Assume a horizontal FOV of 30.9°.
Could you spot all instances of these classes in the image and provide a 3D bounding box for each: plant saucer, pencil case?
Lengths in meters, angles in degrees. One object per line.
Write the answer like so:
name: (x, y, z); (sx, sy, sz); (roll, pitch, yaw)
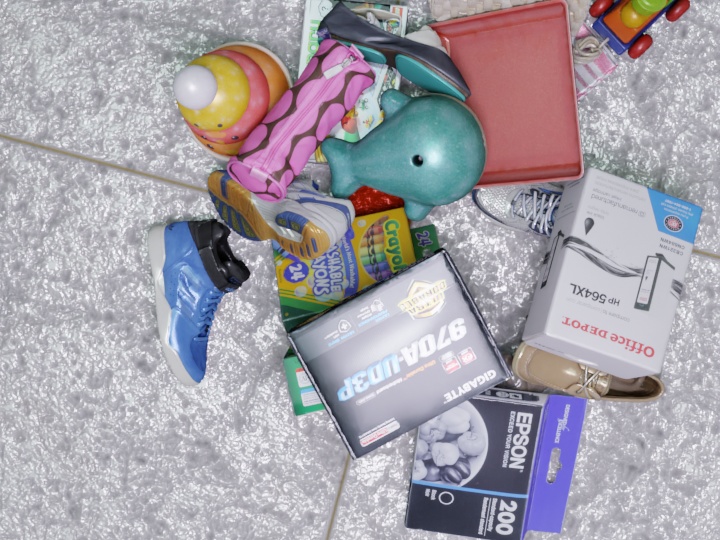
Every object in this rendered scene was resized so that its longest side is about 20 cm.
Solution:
plant saucer: (0.172, -0.199, 1.513); (0.199, 0.037, 0.201); (-3, 95, 40)
pencil case: (-0.068, -0.174, 1.496); (0.091, 0.094, 0.200); (38, 79, -16)

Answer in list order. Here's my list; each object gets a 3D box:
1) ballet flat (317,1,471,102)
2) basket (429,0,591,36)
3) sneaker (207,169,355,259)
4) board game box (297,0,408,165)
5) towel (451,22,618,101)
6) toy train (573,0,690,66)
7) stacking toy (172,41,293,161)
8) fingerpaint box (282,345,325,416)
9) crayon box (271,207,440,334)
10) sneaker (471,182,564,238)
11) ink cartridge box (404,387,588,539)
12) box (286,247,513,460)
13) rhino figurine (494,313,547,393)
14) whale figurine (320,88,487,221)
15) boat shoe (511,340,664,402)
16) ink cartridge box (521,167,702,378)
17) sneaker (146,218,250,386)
ballet flat: (0.047, -0.264, 1.526); (0.199, 0.073, 0.073); (23, 94, 10)
basket: (0.179, -0.381, 1.471); (0.197, 0.200, 0.162); (7, 78, 3)
sneaker: (-0.095, -0.077, 1.567); (0.200, 0.088, 0.075); (28, 138, 30)
board game box: (-0.014, -0.227, 1.584); (0.126, 0.035, 0.201); (6, 93, 3)
towel: (0.193, -0.239, 1.578); (0.200, 0.030, 0.146); (-40, 90, 4)
toy train: (0.314, -0.295, 1.507); (0.200, 0.116, 0.085); (-44, 90, -14)
stacking toy: (-0.170, -0.203, 1.504); (0.146, 0.200, 0.147); (0, 91, 16)
fingerpaint box: (0.017, 0.102, 1.534); (0.199, 0.167, 0.074); (-12, 95, 3)
crayon box: (0.000, 0.000, 1.557); (0.199, 0.052, 0.126); (-12, 55, 2)
sneaker: (0.231, -0.071, 1.557); (0.199, 0.085, 0.077); (18, 93, 2)
ink cartridge box: (0.161, 0.233, 1.566); (0.199, 0.043, 0.199); (6, 114, 1)
box: (0.042, 0.090, 1.425); (0.199, 0.046, 0.159); (-28, 94, 4)
rhino figurine: (0.188, 0.130, 1.579); (0.200, 0.060, 0.087); (-40, 114, 5)
whale figurine: (0.045, -0.130, 1.511); (0.199, 0.104, 0.160); (-7, 103, 20)
boat shoe: (0.270, 0.116, 1.528); (0.199, 0.065, 0.072); (8, 108, -28)
ink cartridge box: (0.284, 0.006, 1.472); (0.145, 0.084, 0.201); (18, 78, -9)
sneaker: (-0.187, 0.036, 1.583); (0.111, 0.077, 0.201); (-10, 86, 12)
